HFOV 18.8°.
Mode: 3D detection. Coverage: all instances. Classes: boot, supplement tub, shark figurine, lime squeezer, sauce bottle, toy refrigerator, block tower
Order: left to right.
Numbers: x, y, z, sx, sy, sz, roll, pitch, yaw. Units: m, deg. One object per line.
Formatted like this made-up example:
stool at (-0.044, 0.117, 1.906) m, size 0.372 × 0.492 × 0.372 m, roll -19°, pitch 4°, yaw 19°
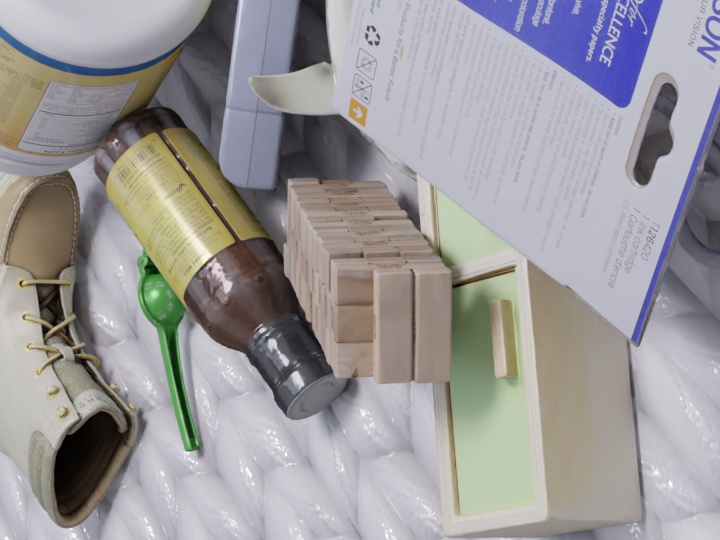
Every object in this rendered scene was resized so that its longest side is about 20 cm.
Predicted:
boot at (-0.193, 0.045, 1.380) m, size 0.155 × 0.072 × 0.201 m, roll 40°, pitch 122°, yaw 46°
supplement tub at (-0.174, -0.148, 1.253) m, size 0.200 × 0.144 × 0.145 m, roll 135°, pitch 129°, yaw -61°
lime squeezer at (-0.103, 0.003, 1.309) m, size 0.070 × 0.038 × 0.201 m, roll 16°, pitch 99°, yaw 20°
sauce bottle at (-0.078, -0.003, 1.229) m, size 0.200 × 0.065 × 0.065 m, roll 55°, pitch 127°, yaw 25°
block tower at (0.000, 0.000, 1.081) m, size 0.200 × 0.054 × 0.058 m, roll -126°, pitch 35°, yaw -73°
shark figurine at (0.017, -0.150, 1.129) m, size 0.128 × 0.089 × 0.215 m, roll 7°, pitch 100°, yaw 10°
toy refrigerator at (0.077, 0.024, 1.044) m, size 0.076 × 0.070 × 0.201 m, roll -17°, pitch 73°, yaw 50°

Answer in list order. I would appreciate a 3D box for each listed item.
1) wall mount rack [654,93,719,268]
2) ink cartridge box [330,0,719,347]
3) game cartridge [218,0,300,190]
wall mount rack at (0.184, -0.067, 0.915) m, size 0.174 × 0.074 × 0.200 m, roll 54°, pitch 127°, yaw 37°
ink cartridge box at (0.082, -0.102, 0.936) m, size 0.200 × 0.047 × 0.198 m, roll 37°, pitch 133°, yaw 27°
game cartridge at (-0.050, -0.145, 1.197) m, size 0.133 × 0.041 × 0.201 m, roll -155°, pitch 72°, yaw -83°
